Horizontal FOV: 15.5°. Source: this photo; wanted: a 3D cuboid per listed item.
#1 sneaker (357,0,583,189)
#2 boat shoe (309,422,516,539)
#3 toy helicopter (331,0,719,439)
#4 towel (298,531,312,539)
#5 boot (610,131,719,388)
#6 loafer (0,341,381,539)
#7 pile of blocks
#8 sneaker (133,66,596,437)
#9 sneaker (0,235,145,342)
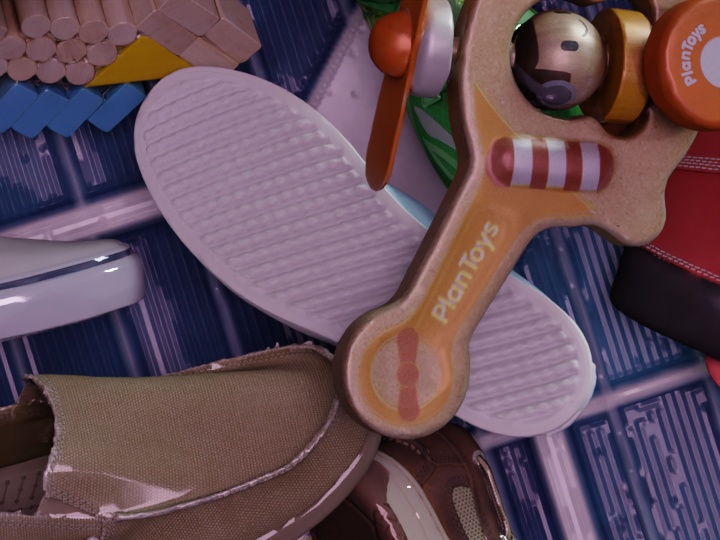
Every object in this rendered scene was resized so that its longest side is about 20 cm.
[{"bbox_3d":[0.021,-0.106,0.989,0.074,0.084,0.201,-26,83,29],"label":"sneaker"},{"bbox_3d":[0.052,0.152,0.992,0.075,0.075,0.203,-29,106,-37],"label":"boat shoe"},{"bbox_3d":[0.044,-0.037,0.915,0.132,0.079,0.200,33,80,-17],"label":"toy helicopter"},{"bbox_3d":[-0.068,0.152,1.001,0.143,0.023,0.201,8,85,-6],"label":"towel"},{"bbox_3d":[0.195,-0.014,0.990,0.199,0.072,0.145,11,101,22],"label":"boot"},{"bbox_3d":[-0.089,0.071,0.944,0.199,0.076,0.068,-20,133,0],"label":"loafer"},{"bbox_3d":[-0.142,-0.090,0.996,0.199,0.082,0.062,-3,44,-16],"label":"pile of blocks"},{"bbox_3d":[0.000,0.000,0.994,0.200,0.082,0.074,39,88,9],"label":"sneaker"},{"bbox_3d":[-0.180,-0.006,0.969,0.199,0.073,0.071,-5,94,-6],"label":"sneaker"}]
